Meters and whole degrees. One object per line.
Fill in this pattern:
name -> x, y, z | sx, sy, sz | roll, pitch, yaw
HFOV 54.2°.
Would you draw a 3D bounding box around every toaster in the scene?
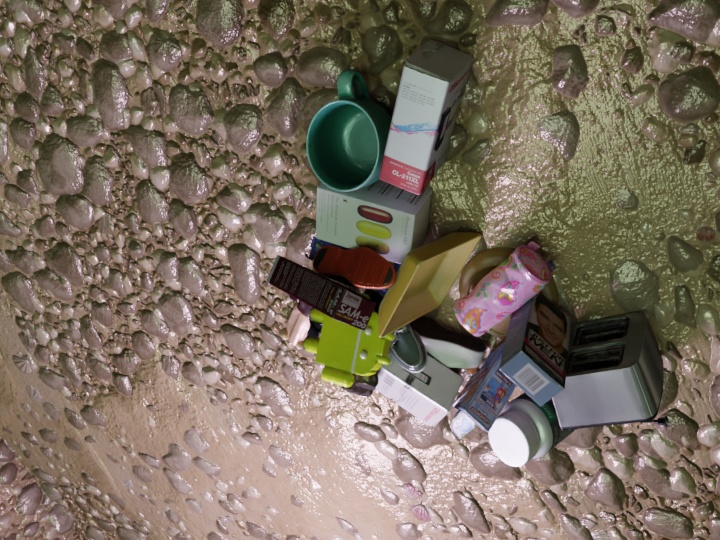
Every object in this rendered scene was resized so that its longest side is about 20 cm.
toaster -> 0.440, 0.181, 1.242 | 0.196, 0.181, 0.121 | -15, 112, 34

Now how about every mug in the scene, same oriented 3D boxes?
mug -> 0.000, -0.240, 1.249 | 0.151, 0.114, 0.187 | 39, 118, 14

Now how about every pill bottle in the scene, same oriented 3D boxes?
pill bottle -> 0.337, 0.284, 1.335 | 0.112, 0.197, 0.116 | 23, 123, 41

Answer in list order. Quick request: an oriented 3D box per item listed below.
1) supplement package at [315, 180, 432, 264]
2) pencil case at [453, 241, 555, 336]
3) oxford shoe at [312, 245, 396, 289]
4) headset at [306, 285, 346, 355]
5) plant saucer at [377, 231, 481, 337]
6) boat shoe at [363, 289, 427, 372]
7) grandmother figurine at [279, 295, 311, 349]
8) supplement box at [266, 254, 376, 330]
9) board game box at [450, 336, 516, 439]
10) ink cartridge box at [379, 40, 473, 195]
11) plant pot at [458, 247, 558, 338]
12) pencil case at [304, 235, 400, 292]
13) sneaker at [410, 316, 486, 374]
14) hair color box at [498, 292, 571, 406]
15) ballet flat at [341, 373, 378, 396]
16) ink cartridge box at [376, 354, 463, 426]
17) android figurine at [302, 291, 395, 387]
supplement package -> 0.025, -0.107, 1.328 | 0.195, 0.110, 0.116 | 17, 127, 18
pencil case -> 0.258, 0.036, 1.281 | 0.087, 0.088, 0.200 | 41, 129, -2
oxford shoe -> 0.000, 0.000, 1.317 | 0.197, 0.073, 0.072 | 17, 168, 43
headset -> -0.064, 0.084, 1.501 | 0.093, 0.122, 0.204 | 36, 119, 24
plant saucer -> 0.118, 0.014, 1.316 | 0.048, 0.197, 0.203 | 44, 132, 22
boat shoe -> 0.064, 0.115, 1.400 | 0.072, 0.062, 0.202 | -35, 63, 5
grandmother figurine -> -0.119, 0.090, 1.564 | 0.119, 0.061, 0.203 | 25, 131, 2
supplement box -> -0.077, 0.042, 1.350 | 0.197, 0.108, 0.062 | 24, 89, 40
board game box -> 0.237, 0.236, 1.353 | 0.061, 0.200, 0.201 | 39, 140, 3
ink cartridge box -> 0.108, -0.254, 1.168 | 0.081, 0.146, 0.204 | 23, 128, 13
plant pot -> 0.279, 0.053, 1.348 | 0.195, 0.028, 0.205 | 14, 125, 21
pencil case -> -0.013, -0.026, 1.416 | 0.195, 0.087, 0.080 | 23, 104, 12
sneaker -> 0.156, 0.160, 1.450 | 0.195, 0.073, 0.086 | 22, 125, 12
hair color box -> 0.310, 0.129, 1.232 | 0.098, 0.201, 0.061 | 40, 124, -6
ballet flat -> 0.002, 0.231, 1.477 | 0.065, 0.048, 0.200 | 15, 162, -5
ink cartridge box -> 0.103, 0.228, 1.484 | 0.197, 0.085, 0.147 | 32, 155, 5
android figurine -> -0.022, 0.135, 1.389 | 0.195, 0.041, 0.188 | 13, 87, 29
